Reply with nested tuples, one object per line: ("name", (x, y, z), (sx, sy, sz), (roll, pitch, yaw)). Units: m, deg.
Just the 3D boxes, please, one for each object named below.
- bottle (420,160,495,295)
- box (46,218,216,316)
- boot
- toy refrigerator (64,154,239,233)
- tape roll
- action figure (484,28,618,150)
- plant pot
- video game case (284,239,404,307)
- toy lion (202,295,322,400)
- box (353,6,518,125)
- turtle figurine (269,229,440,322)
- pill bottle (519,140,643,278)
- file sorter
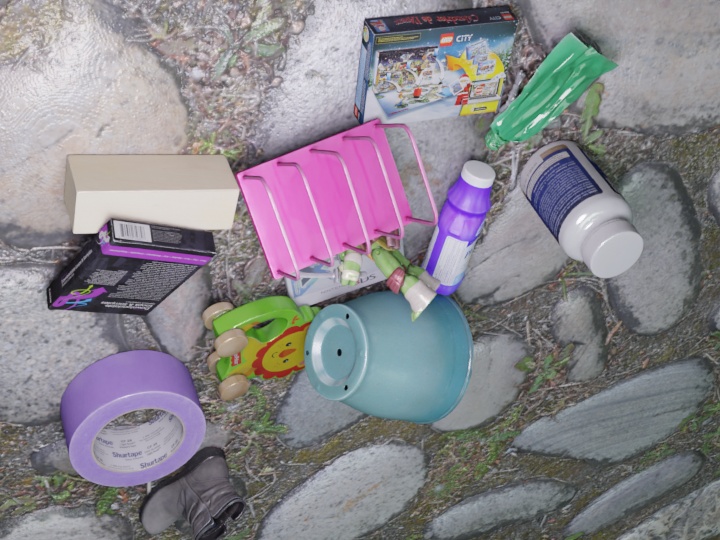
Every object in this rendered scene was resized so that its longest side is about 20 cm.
("bottle", (0.141, -0.062, 1.579), (0.065, 0.084, 0.201), (23, 126, 7))
("box", (-0.293, 0.001, 1.391), (0.142, 0.036, 0.200), (7, 149, -39))
("boot", (-0.273, 0.387, 1.752), (0.069, 0.132, 0.200), (25, 116, -41))
("toy refrigerator", (-0.257, -0.093, 1.354), (0.198, 0.076, 0.070), (-4, 132, -25))
("tape roll", (-0.330, 0.216, 1.600), (0.198, 0.085, 0.201), (-15, 135, -15))
("action figure", (0.240, -0.235, 1.488), (0.117, 0.055, 0.200), (22, 125, -41))
("plant pot", (0.028, 0.118, 1.584), (0.187, 0.201, 0.201), (7, 127, -43))
("video game case", (-0.027, -0.044, 1.555), (0.180, 0.022, 0.201), (-19, 136, -11))
("toy lion", (-0.127, 0.100, 1.597), (0.190, 0.069, 0.201), (-20, 149, -17))
("box", (0.095, -0.259, 1.403), (0.198, 0.038, 0.138), (-10, 134, -19))
("turtle figurine", (0.000, 0.000, 1.476), (0.200, 0.193, 0.144), (-50, -179, -18))
("pill bottle", (0.315, -0.085, 1.559), (0.110, 0.201, 0.112), (-13, 135, -14))
("file sorter", (-0.025, -0.085, 1.331), (0.198, 0.125, 0.140), (-23, 102, -15))
